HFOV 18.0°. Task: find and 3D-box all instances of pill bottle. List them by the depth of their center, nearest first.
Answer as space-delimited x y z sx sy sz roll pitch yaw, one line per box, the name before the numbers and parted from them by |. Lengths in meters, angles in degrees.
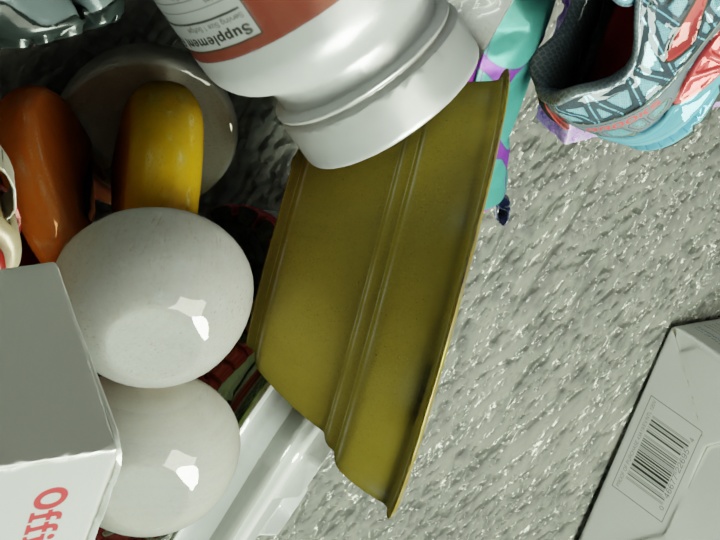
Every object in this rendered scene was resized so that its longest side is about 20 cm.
pill bottle | -0.039 -0.143 0.888 0.112 0.112 0.200 -42 113 -14

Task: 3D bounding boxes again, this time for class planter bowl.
planter bowl | 0.000 0.000 0.988 0.200 0.083 0.202 -165 -90 -90

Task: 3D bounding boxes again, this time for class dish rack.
dish rack | -0.044 0.098 1.123 0.200 0.043 0.172 -57 178 37

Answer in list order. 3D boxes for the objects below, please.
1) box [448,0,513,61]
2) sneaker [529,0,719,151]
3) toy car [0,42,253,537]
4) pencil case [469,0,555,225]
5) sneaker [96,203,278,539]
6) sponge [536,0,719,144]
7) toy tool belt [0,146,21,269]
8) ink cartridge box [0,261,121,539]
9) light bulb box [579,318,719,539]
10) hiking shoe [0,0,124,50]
box | 0.026 -0.205 0.972 0.157 0.050 0.201 24 103 -24
sneaker | 0.142 -0.143 1.010 0.095 0.079 0.201 6 119 -38
toy car | -0.126 0.008 0.981 0.149 0.176 0.201 1 128 -8
pencil case | 0.055 -0.122 1.112 0.084 0.093 0.201 11 120 -5
sneaker | -0.077 0.060 1.136 0.201 0.078 0.082 -57 157 16
sponge | 0.152 -0.161 1.083 0.111 0.030 0.201 -14 131 -31
toy tool belt | -0.218 0.017 0.829 0.198 0.123 0.126 0 127 -16
ink cartridge box | -0.196 0.080 0.773 0.199 0.085 0.145 -7 148 -25
light bulb box | 0.283 0.141 1.596 0.199 0.125 0.199 -6 125 -48
hiking shoe | -0.181 -0.117 0.861 0.199 0.074 0.087 -23 105 -46
